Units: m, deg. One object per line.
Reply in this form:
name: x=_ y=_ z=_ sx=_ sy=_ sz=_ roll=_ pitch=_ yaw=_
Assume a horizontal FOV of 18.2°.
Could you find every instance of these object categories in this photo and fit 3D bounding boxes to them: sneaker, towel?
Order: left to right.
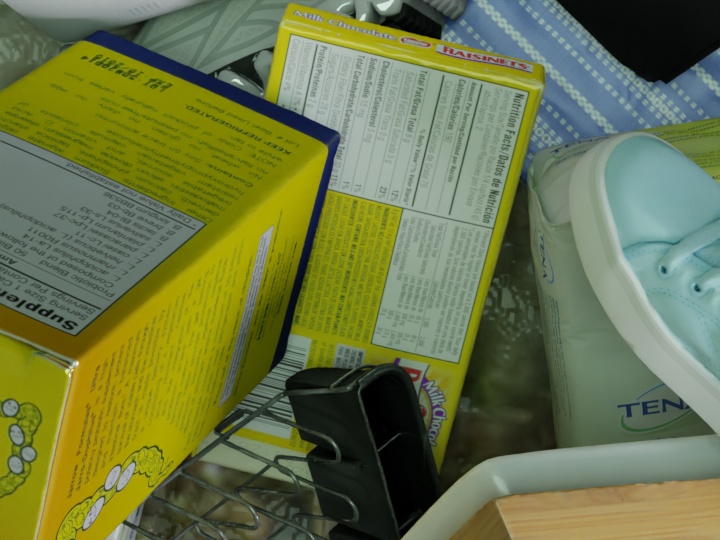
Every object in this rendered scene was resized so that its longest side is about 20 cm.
sneaker: x=-0.035 y=-0.101 z=0.902 sx=0.200 sy=0.075 sz=0.081 roll=-31 pitch=77 yaw=6
towel: x=0.136 y=-0.107 z=0.923 sx=0.145 sy=0.024 sz=0.200 roll=45 pitch=92 yaw=1
sneaker: x=0.154 y=0.024 z=0.761 sx=0.074 sy=0.082 sz=0.200 roll=-34 pitch=83 yaw=-40

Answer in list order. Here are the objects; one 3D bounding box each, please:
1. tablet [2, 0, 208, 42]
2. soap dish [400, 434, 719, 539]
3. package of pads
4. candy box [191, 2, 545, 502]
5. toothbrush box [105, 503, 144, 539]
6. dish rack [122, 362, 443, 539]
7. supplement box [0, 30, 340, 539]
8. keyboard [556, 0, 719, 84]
tablet: x=-0.040 y=-0.129 z=0.811 sx=0.200 sy=0.130 sz=0.014 roll=-16 pitch=74 yaw=11
soap dish: x=0.103 y=0.127 z=0.826 sx=0.200 sy=0.157 sz=0.081 roll=-1 pitch=59 yaw=-29
package of pads: x=0.169 y=0.012 z=0.874 sx=0.199 sy=0.068 sz=0.155 roll=-10 pitch=120 yaw=1
candy box: x=0.000 y=0.000 z=0.884 sx=0.102 sy=0.026 sz=0.200 roll=13 pitch=119 yaw=-1
toothbrush box: x=-0.189 y=0.088 z=0.889 sx=0.200 sy=0.086 sz=0.146 roll=16 pitch=105 yaw=-1
dish rack: x=-0.047 y=0.139 z=0.851 sx=0.200 sy=0.054 sz=0.154 roll=-35 pitch=121 yaw=-37
supplement box: x=-0.105 y=0.012 z=0.788 sx=0.109 sy=0.200 sz=0.110 roll=24 pitch=122 yaw=14
keyboard: x=0.120 y=-0.150 z=0.830 sx=0.127 sy=0.200 sz=0.021 roll=43 pitch=57 yaw=-7
